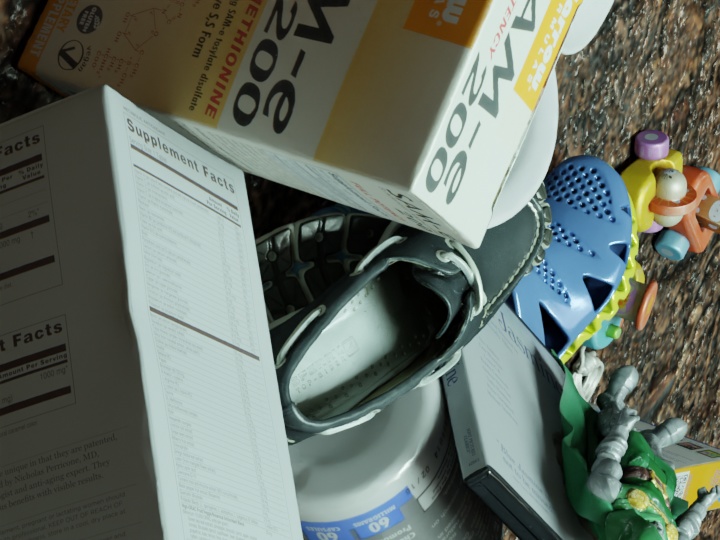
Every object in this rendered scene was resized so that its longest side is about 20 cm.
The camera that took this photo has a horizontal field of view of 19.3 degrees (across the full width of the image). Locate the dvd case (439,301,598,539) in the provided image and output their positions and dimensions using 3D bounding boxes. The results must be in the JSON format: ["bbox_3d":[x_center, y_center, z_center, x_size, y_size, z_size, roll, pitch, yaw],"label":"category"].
[{"bbox_3d":[0.085,0.079,1.109,0.143,0.018,0.200,46,20,-33],"label":"dvd case"}]

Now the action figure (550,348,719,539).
[{"bbox_3d":[0.143,0.110,1.093,0.055,0.118,0.200,-43,-171,16],"label":"action figure"}]

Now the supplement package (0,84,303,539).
[{"bbox_3d":[-0.102,0.051,0.810,0.114,0.109,0.200,32,43,-59],"label":"supplement package"}]

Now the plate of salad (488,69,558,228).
[{"bbox_3d":[0.030,-0.115,0.997,0.200,0.048,0.200,19,59,-36],"label":"plate of salad"}]

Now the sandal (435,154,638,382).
[{"bbox_3d":[0.100,0.017,1.252,0.087,0.079,0.200,44,67,-53],"label":"sandal"}]

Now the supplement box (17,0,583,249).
[{"bbox_3d":[-0.024,-0.102,0.852,0.074,0.200,0.126,35,76,-59],"label":"supplement box"}]

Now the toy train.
[{"bbox_3d":[0.200,-0.006,1.422,0.200,0.056,0.150,-57,147,-23],"label":"toy train"}]

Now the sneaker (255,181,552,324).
[{"bbox_3d":[0.000,0.000,1.069,0.200,0.090,0.078,-19,100,-31],"label":"sneaker"}]

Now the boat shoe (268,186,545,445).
[{"bbox_3d":[0.024,0.019,0.994,0.200,0.060,0.076,-40,105,-27],"label":"boat shoe"}]

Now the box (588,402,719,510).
[{"bbox_3d":[0.160,0.123,1.364,0.200,0.119,0.042,5,102,-59],"label":"box"}]

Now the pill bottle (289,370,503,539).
[{"bbox_3d":[0.012,0.124,1.125,0.114,0.114,0.200,-58,147,-22],"label":"pill bottle"}]

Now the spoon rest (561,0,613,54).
[{"bbox_3d":[0.114,-0.198,1.166,0.099,0.061,0.200,-59,147,-20],"label":"spoon rest"}]
